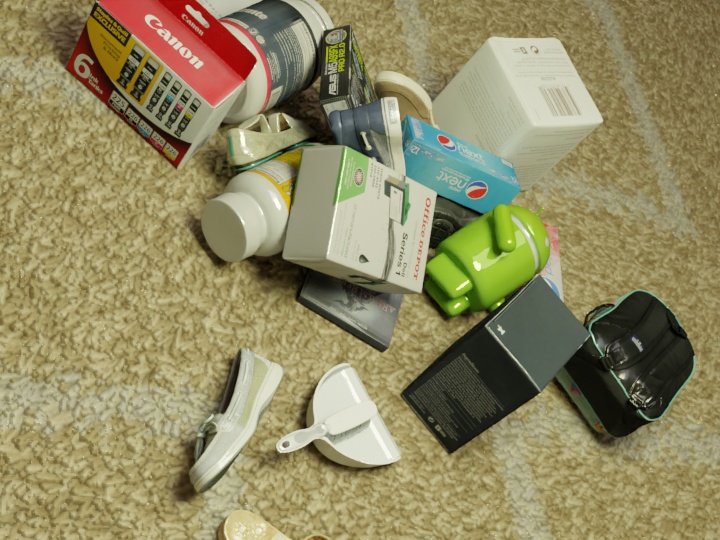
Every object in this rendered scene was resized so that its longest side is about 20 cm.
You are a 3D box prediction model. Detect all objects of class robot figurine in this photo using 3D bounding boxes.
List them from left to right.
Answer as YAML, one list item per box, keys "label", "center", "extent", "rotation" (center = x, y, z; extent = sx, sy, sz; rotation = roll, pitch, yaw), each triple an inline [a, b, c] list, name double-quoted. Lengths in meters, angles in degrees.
- label: "robot figurine"
  center: [0.188, -0.019, 1.487]
  extent: [0.199, 0.176, 0.116]
  rotation: [-31, 57, -19]

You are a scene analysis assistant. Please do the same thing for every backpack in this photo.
- label: "backpack"
  center: [0.391, 0.131, 1.525]
  extent: [0.199, 0.153, 0.176]
  rotation: [-35, 85, -35]

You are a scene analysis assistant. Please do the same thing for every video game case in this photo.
- label: "video game case"
  center: [0.000, 0.000, 1.435]
  extent: [0.142, 0.019, 0.201]
  rotation: [31, 46, -14]

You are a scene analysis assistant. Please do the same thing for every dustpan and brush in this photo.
- label: "dustpan and brush"
  center: [-0.035, 0.190, 1.247]
  extent: [0.199, 0.057, 0.140]
  rotation: [-18, 72, -41]

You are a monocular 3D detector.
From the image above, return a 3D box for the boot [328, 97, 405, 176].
- label: "boot"
  center: [0.010, -0.166, 1.355]
  extent: [0.089, 0.200, 0.074]
  rotation: [-8, 70, 2]

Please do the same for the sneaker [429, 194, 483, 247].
- label: "sneaker"
  center: [0.129, -0.085, 1.556]
  extent: [0.199, 0.076, 0.091]
  rotation: [10, 48, -41]

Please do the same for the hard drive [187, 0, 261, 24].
- label: "hard drive"
  center: [-0.220, -0.419, 1.563]
  extent: [0.132, 0.025, 0.200]
  rotation: [47, 45, 1]

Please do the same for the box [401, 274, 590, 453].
- label: "box"
  center: [0.175, 0.123, 1.345]
  extent: [0.107, 0.200, 0.148]
  rotation: [49, 46, 5]

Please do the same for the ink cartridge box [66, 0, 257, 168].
- label: "ink cartridge box"
  center: [-0.256, -0.266, 1.326]
  extent: [0.200, 0.176, 0.084]
  rotation: [41, 45, -3]

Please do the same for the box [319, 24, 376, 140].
- label: "box"
  center: [-0.007, -0.218, 1.466]
  extent: [0.201, 0.044, 0.161]
  rotation: [67, 17, -46]

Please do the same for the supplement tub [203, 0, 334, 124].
- label: "supplement tub"
  center: [-0.139, -0.303, 1.459]
  extent: [0.141, 0.140, 0.200]
  rotation: [48, 45, 3]

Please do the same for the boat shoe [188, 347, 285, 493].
- label: "boat shoe"
  center: [-0.150, 0.168, 1.178]
  extent: [0.064, 0.075, 0.203]
  rotation: [33, 42, -3]

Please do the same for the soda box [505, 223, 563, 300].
- label: "soda box"
  center: [0.264, 0.018, 1.577]
  extent: [0.069, 0.063, 0.202]
  rotation: [20, 51, -23]

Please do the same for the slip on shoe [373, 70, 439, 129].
- label: "slip on shoe"
  center: [0.072, -0.218, 1.554]
  extent: [0.200, 0.075, 0.061]
  rotation: [55, 50, -53]

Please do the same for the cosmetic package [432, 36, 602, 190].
- label: "cosmetic package"
  center: [0.237, -0.242, 1.641]
  extent: [0.166, 0.200, 0.168]
  rotation: [-9, 66, -39]

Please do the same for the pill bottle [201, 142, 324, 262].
- label: "pill bottle"
  center: [-0.109, -0.086, 1.350]
  extent: [0.199, 0.113, 0.113]
  rotation: [-31, 80, -44]

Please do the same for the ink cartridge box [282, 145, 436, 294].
- label: "ink cartridge box"
  center: [0.004, -0.061, 1.334]
  extent: [0.199, 0.084, 0.148]
  rotation: [19, 77, -48]

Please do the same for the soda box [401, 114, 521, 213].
- label: "soda box"
  center: [0.136, -0.150, 1.517]
  extent: [0.198, 0.068, 0.065]
  rotation: [21, 36, -25]

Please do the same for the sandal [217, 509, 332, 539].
- label: "sandal"
  center: [-0.054, 0.323, 1.136]
  extent: [0.210, 0.070, 0.078]
  rotation: [32, 47, -13]

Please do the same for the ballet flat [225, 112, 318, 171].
- label: "ballet flat"
  center: [-0.118, -0.187, 1.416]
  extent: [0.200, 0.067, 0.063]
  rotation: [-34, 111, -60]
